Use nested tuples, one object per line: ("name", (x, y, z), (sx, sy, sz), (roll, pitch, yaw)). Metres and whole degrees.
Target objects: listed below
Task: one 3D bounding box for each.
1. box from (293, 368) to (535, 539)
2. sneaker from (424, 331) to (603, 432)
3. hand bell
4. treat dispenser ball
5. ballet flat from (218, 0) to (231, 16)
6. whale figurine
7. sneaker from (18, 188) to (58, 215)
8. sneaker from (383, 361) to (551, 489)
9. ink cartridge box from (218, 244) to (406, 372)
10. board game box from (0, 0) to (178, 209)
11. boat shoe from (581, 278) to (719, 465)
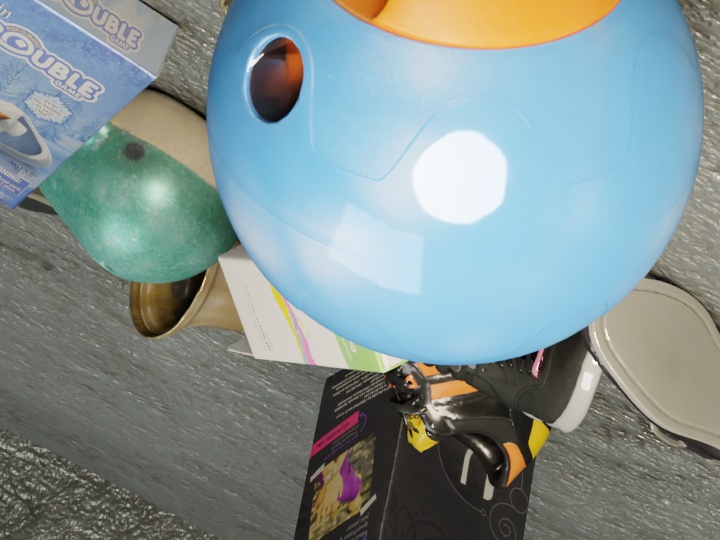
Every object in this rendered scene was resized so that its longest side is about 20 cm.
("box", (0.036, 0.158, 2.010), (0.122, 0.201, 0.106), (33, 138, -26))
("sneaker", (0.089, 0.047, 1.801), (0.099, 0.071, 0.200), (25, 172, -8))
("hand bell", (-0.047, 0.027, 2.037), (0.199, 0.105, 0.104), (22, 172, -30))
("treat dispenser ball", (0.038, -0.062, 1.198), (0.200, 0.202, 0.201), (27, 167, 7))
("ballet flat", (0.018, -0.097, 1.447), (0.199, 0.068, 0.075), (35, -171, -4))
("whale figurine", (-0.164, -0.061, 1.843), (0.199, 0.104, 0.159), (25, 167, 18))
("sneaker", (-0.238, -0.083, 1.978), (0.200, 0.075, 0.106), (35, 163, -31))
("sneaker", (0.043, 0.067, 1.936), (0.200, 0.090, 0.070), (33, 166, -22))
("ink cartridge box", (0.000, 0.000, 1.684), (0.200, 0.117, 0.068), (2, 116, 61))
("board game box", (-0.234, -0.136, 1.696), (0.199, 0.044, 0.199), (32, 145, -16))
("boat shoe", (0.183, 0.061, 1.678), (0.199, 0.074, 0.060), (28, 165, -37))
